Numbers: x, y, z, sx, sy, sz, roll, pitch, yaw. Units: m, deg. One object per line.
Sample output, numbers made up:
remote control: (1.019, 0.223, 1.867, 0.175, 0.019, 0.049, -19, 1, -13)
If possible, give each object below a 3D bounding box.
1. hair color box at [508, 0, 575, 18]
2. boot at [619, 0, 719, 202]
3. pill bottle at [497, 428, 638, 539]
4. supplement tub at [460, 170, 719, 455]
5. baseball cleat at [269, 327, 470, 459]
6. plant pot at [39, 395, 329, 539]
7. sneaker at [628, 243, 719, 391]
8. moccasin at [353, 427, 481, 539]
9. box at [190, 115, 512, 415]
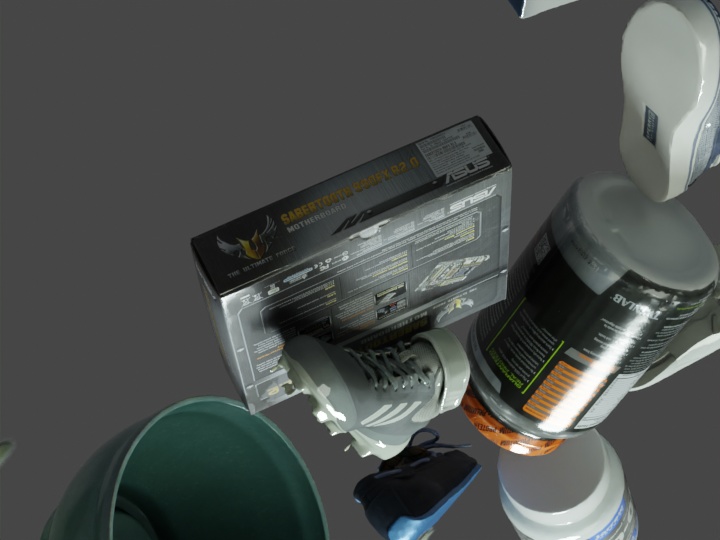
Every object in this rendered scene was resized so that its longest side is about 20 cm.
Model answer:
hair color box: (0.119, -0.224, 0.706, 0.100, 0.061, 0.200, -19, 147, -17)
boot: (0.221, -0.127, 0.939, 0.090, 0.073, 0.200, -33, 157, -12)
pill bottle: (0.189, 0.206, 1.337, 0.114, 0.114, 0.200, -30, 150, 0)
supplement tub: (0.155, 0.036, 1.055, 0.122, 0.123, 0.200, -3, 141, -37)
baseball cleat: (0.012, 0.064, 0.947, 0.106, 0.070, 0.200, -37, 160, 0)
plant pot: (-0.136, 0.197, 1.001, 0.134, 0.201, 0.200, -18, 161, 37)
sneaker: (0.285, 0.037, 1.230, 0.199, 0.077, 0.081, -28, 161, 4)
moccasin: (0.049, 0.168, 1.200, 0.081, 0.068, 0.200, -51, 169, 8)
box: (0.000, 0.000, 0.942, 0.199, 0.048, 0.159, -24, 150, -10)
